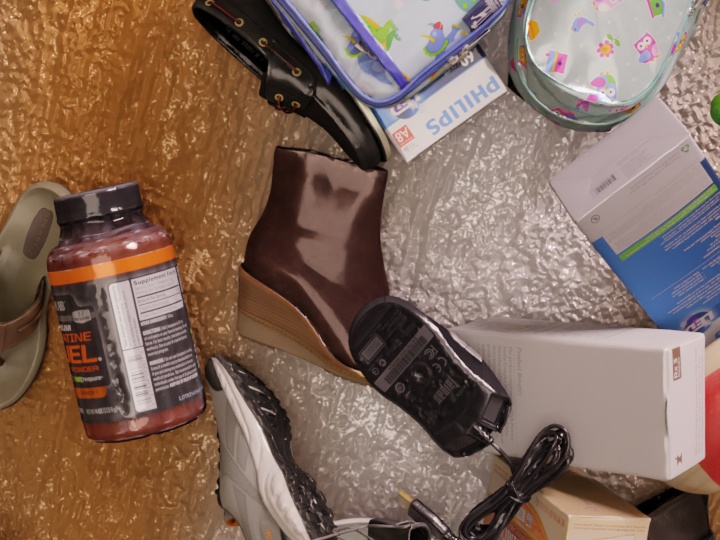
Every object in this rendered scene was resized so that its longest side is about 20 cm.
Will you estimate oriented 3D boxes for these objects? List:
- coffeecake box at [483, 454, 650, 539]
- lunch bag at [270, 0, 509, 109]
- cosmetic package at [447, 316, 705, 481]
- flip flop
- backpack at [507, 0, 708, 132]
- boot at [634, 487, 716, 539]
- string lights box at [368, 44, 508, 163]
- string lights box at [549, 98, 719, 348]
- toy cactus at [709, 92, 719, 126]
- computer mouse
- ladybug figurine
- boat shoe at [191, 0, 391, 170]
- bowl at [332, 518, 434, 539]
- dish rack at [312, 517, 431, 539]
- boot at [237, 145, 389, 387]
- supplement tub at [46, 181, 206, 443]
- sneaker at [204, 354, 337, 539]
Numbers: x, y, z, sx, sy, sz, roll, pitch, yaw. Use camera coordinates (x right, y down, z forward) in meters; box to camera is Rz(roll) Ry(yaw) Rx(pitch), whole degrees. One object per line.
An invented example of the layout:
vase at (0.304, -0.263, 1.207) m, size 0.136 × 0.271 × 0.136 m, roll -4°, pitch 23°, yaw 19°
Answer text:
coffeecake box at (0.150, 0.266, 1.089) m, size 0.072 × 0.153 × 0.202 m, roll 5°, pitch 98°, yaw -17°
lunch bag at (0.007, -0.230, 1.024) m, size 0.160 × 0.082 × 0.201 m, roll -37°, pitch 92°, yaw 4°
cosmetic package at (0.165, 0.095, 1.066) m, size 0.198 × 0.074 × 0.103 m, roll 5°, pitch 101°, yaw 38°
flip flop at (-0.293, 0.021, 1.156) m, size 0.080 × 0.058 × 0.202 m, roll 24°, pitch 99°, yaw 2°
backpack at (0.185, -0.207, 1.041) m, size 0.165 × 0.127 × 0.202 m, roll 23°, pitch 90°, yaw 7°
boot at (0.234, 0.278, 1.106) m, size 0.199 × 0.069 × 0.176 m, roll -28°, pitch 98°, yaw -32°
string lights box at (0.022, -0.198, 1.097) m, size 0.102 × 0.059 × 0.201 m, roll -35°, pitch 93°, yaw 6°
string lights box at (0.241, -0.023, 1.045) m, size 0.102 × 0.059 × 0.200 m, roll -37°, pitch 128°, yaw 10°
toy cactus at (0.351, -0.071, 1.026) m, size 0.198 × 0.102 × 0.167 m, roll 17°, pitch 74°, yaw -29°
computer mouse at (0.060, 0.120, 1.071) m, size 0.199 × 0.046 × 0.141 m, roll 39°, pitch 109°, yaw 12°
ladybug figurine at (0.309, 0.107, 1.075) m, size 0.200 × 0.072 × 0.135 m, roll -43°, pitch 132°, yaw 15°
boat shoe at (-0.054, -0.154, 1.098) m, size 0.063 × 0.074 × 0.202 m, roll -40°, pitch 86°, yaw -13°
bowl at (0.011, 0.293, 1.145) m, size 0.199 × 0.090 × 0.204 m, roll 1°, pitch 98°, yaw 6°
dish rack at (-0.034, 0.271, 1.016) m, size 0.054 × 0.199 × 0.155 m, roll 11°, pitch 101°, yaw 42°
boot at (0.000, 0.000, 1.117) m, size 0.198 × 0.072 × 0.168 m, roll 17°, pitch 101°, yaw 7°
supplement tub at (-0.196, 0.032, 1.125) m, size 0.106 × 0.107 × 0.202 m, roll -11°, pitch 95°, yaw 7°
sneaker at (-0.092, 0.154, 1.108) m, size 0.079 × 0.074 × 0.201 m, roll -35°, pitch 56°, yaw 14°
